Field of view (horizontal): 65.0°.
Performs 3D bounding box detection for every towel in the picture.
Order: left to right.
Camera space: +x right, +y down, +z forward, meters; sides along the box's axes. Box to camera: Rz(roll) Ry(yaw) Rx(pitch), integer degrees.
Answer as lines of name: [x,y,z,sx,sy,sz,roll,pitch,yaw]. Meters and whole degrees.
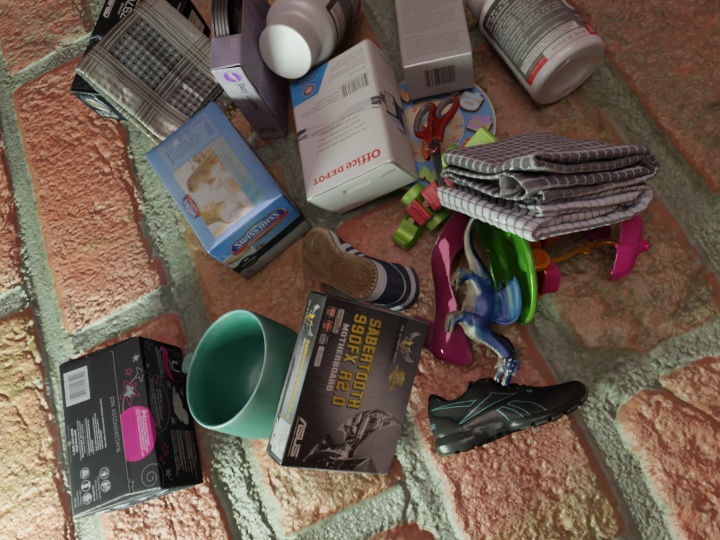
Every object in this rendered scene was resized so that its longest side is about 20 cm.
towel: [-0.304,-0.308,0.890,0.200,0.034,0.193,42,67,-21]
towel: [0.209,-0.110,0.649,0.199,0.086,0.165,-11,24,-25]

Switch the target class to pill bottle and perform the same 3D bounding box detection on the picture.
pill bottle: [-0.076,-0.380,0.860,0.110,0.111,0.201,10,50,15]
pill bottle: [0.244,-0.351,0.815,0.113,0.114,0.201,-30,70,2]

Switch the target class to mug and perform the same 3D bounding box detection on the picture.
mug: [-0.142,0.133,0.751,0.152,0.114,0.185,-53,44,6]

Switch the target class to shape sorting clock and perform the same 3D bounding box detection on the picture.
shape sorting clock: [0.101,-0.210,0.845,0.199,0.039,0.201,-4,73,11]

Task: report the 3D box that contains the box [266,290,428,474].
box: [-0.012,0.140,0.693,0.048,0.158,0.201,11,84,59]

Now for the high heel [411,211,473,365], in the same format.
high heel: [0.133,0.021,0.748,0.095,0.067,0.201,19,83,27]

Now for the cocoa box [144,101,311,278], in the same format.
cocoa box: [-0.192,-0.115,0.833,0.133,0.131,0.200,-38,69,0]

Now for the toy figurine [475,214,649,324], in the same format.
toy figurine: [0.265,-0.042,0.732,0.183,0.151,0.201,-12,46,-5]

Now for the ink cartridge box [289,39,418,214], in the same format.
ink cartridge box: [-0.013,-0.204,0.824,0.146,0.086,0.201,-20,70,27]

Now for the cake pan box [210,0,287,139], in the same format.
cake pan box: [-0.162,-0.328,0.854,0.052,0.200,0.185,-7,74,10]

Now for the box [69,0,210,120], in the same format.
box: [-0.375,-0.365,0.973,0.163,0.086,0.201,11,77,16]

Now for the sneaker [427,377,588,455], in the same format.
sneaker: [0.177,0.164,0.697,0.199,0.075,0.080,-20,68,6]

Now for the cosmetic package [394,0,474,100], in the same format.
cosmetic package: [0.108,-0.364,0.857,0.101,0.071,0.201,-8,63,10]

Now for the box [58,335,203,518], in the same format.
box: [-0.312,0.211,0.772,0.131,0.115,0.201,-20,69,7]

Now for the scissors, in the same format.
scissors: [0.095,-0.165,0.762,0.073,0.014,0.201,-15,48,35]

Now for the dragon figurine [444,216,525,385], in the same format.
dragon figurine: [0.161,0.035,0.693,0.099,0.059,0.201,7,87,-2]

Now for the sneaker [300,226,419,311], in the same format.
sneaker: [0.000,0.000,0.793,0.200,0.108,0.070,32,103,51]

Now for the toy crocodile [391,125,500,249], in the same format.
toy crocodile: [0.111,-0.109,0.767,0.068,0.062,0.200,47,123,4]
